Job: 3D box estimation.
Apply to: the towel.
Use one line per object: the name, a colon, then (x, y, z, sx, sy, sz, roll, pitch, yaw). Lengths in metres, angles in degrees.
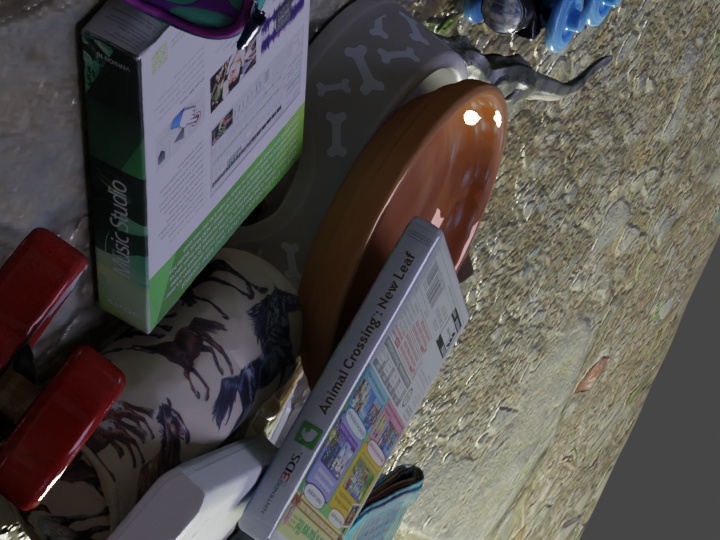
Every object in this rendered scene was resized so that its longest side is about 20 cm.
towel: (-0.021, 0.237, 1.459, 0.146, 0.022, 0.201, -23, 136, -63)

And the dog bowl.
dog bowl: (-0.004, -0.056, 1.222, 0.201, 0.058, 0.201, -55, 163, -26)

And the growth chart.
growth chart: (-0.067, 0.115, 1.277, 0.146, 0.018, 0.200, -64, 179, 7)

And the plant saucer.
plant saucer: (0.019, -0.018, 1.182, 0.201, 0.037, 0.201, -55, 161, -28)

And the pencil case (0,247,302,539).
pencil case: (-0.105, 0.063, 1.071, 0.200, 0.089, 0.078, -44, 127, -49)

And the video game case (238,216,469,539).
video game case: (0.001, 0.076, 1.160, 0.183, 0.022, 0.200, -60, 168, -9)

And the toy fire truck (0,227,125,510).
toy fire truck: (-0.183, 0.075, 0.834, 0.201, 0.112, 0.168, -56, -174, -21)

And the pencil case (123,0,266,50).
pencil case: (-0.028, -0.185, 0.898, 0.200, 0.085, 0.092, -53, -170, -32)

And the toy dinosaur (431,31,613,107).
toy dinosaur: (0.082, -0.116, 1.357, 0.088, 0.048, 0.199, -27, 167, 33)

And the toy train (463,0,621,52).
toy train: (0.132, -0.217, 1.344, 0.200, 0.086, 0.115, -41, 148, -51)

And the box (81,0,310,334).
box: (-0.075, -0.082, 1.008, 0.145, 0.036, 0.201, -51, 159, -34)

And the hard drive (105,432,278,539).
hard drive: (-0.102, 0.142, 1.034, 0.132, 0.026, 0.200, -50, 174, 5)

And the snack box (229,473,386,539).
snack box: (-0.059, 0.249, 1.515, 0.169, 0.067, 0.201, -43, 153, -47)

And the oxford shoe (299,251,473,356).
oxford shoe: (0.000, 0.000, 1.345, 0.200, 0.071, 0.072, -36, 119, -52)
